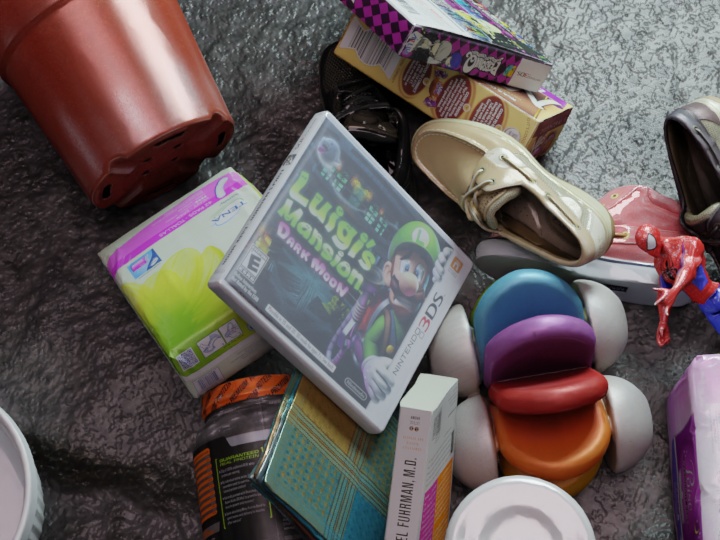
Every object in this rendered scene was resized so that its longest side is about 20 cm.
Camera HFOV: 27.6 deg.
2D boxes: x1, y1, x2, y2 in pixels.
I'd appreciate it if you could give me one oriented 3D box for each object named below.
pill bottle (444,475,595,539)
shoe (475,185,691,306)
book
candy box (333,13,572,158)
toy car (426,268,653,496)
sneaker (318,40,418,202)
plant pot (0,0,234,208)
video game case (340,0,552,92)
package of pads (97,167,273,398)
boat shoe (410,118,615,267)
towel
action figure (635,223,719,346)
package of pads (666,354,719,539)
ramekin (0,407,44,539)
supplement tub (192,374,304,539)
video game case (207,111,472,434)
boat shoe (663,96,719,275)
[{"bbox_3d":[0.119,0.237,1.151,0.114,0.200,0.115,-1,69,1],"label":"pill bottle"},{"bbox_3d":[0.205,-0.029,1.319,0.199,0.072,0.091,9,69,0],"label":"shoe"},{"bbox_3d":[0.044,0.193,1.164,0.048,0.134,0.201,8,97,10],"label":"book"},{"bbox_3d":[0.087,-0.173,1.346,0.200,0.117,0.057,33,112,14],"label":"candy box"},{"bbox_3d":[0.150,0.087,1.232,0.174,0.150,0.201,-10,69,-1],"label":"toy car"},{"bbox_3d":[0.006,-0.145,1.346,0.076,0.114,0.200,-11,64,-2],"label":"sneaker"},{"bbox_3d":[-0.224,-0.175,1.335,0.200,0.201,0.196,-29,79,-8],"label":"plant pot"},{"bbox_3d":[0.052,-0.238,1.324,0.200,0.181,0.036,48,119,38],"label":"video game case"},{"bbox_3d":[-0.123,0.005,1.275,0.154,0.068,0.200,-33,39,-9],"label":"package of pads"},{"bbox_3d":[0.121,-0.066,1.254,0.200,0.072,0.065,34,31,18],"label":"boat shoe"},{"bbox_3d":[-0.016,0.146,1.198,0.022,0.147,0.200,-24,28,31],"label":"towel"},{"bbox_3d":[0.295,0.047,1.243,0.200,0.065,0.099,44,60,-7],"label":"action figure"},{"bbox_3d":[0.300,0.176,1.208,0.075,0.121,0.201,0,69,2],"label":"package of pads"},{"bbox_3d":[-0.361,0.202,1.236,0.199,0.105,0.201,-1,69,3],"label":"ramekin"},{"bbox_3d":[-0.072,0.195,1.216,0.122,0.123,0.201,-9,70,-1],"label":"supplement tub"},{"bbox_3d":[-0.009,0.002,1.201,0.200,0.023,0.182,44,61,-26],"label":"video game case"},{"bbox_3d":[0.311,-0.051,1.282,0.065,0.072,0.201,-17,92,-31],"label":"boat shoe"}]
